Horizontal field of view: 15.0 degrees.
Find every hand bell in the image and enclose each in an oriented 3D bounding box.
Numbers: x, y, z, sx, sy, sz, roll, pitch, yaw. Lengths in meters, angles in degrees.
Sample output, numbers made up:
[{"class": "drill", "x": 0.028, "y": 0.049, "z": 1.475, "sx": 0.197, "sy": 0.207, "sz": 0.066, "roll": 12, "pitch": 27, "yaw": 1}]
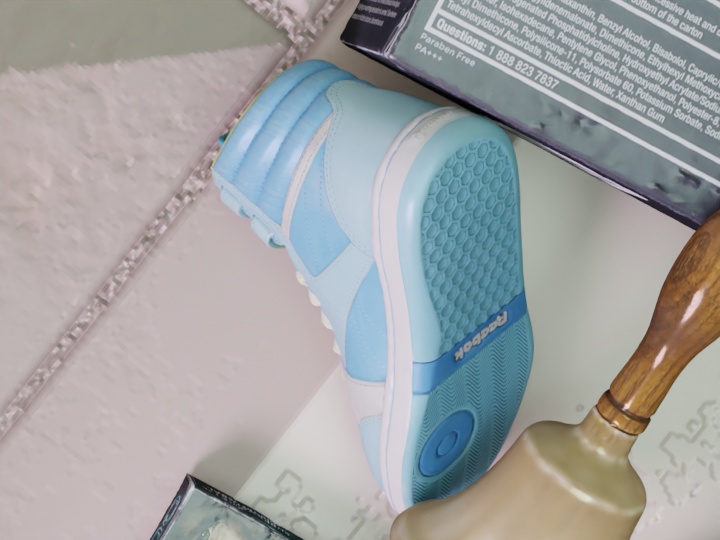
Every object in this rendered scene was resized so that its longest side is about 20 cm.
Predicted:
[{"class": "hand bell", "x": 0.104, "y": 0.048, "z": 1.045, "sx": 0.104, "sy": 0.104, "sz": 0.200, "roll": 27, "pitch": 112, "yaw": -10}]

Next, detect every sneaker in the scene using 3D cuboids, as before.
[{"class": "sneaker", "x": 0.000, "y": 0.000, "z": 1.107, "sx": 0.079, "sy": 0.130, "sz": 0.201, "roll": -32, "pitch": 138, "yaw": -35}]

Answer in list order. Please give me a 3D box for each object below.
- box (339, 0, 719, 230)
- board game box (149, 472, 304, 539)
[{"class": "box", "x": 0.129, "y": -0.130, "z": 1.081, "sx": 0.199, "sy": 0.123, "sz": 0.199, "roll": 27, "pitch": 93, "yaw": -12}, {"class": "board game box", "x": -0.065, "y": 0.203, "z": 1.137, "sx": 0.135, "sy": 0.028, "sz": 0.201, "roll": 30, "pitch": 91, "yaw": -11}]
